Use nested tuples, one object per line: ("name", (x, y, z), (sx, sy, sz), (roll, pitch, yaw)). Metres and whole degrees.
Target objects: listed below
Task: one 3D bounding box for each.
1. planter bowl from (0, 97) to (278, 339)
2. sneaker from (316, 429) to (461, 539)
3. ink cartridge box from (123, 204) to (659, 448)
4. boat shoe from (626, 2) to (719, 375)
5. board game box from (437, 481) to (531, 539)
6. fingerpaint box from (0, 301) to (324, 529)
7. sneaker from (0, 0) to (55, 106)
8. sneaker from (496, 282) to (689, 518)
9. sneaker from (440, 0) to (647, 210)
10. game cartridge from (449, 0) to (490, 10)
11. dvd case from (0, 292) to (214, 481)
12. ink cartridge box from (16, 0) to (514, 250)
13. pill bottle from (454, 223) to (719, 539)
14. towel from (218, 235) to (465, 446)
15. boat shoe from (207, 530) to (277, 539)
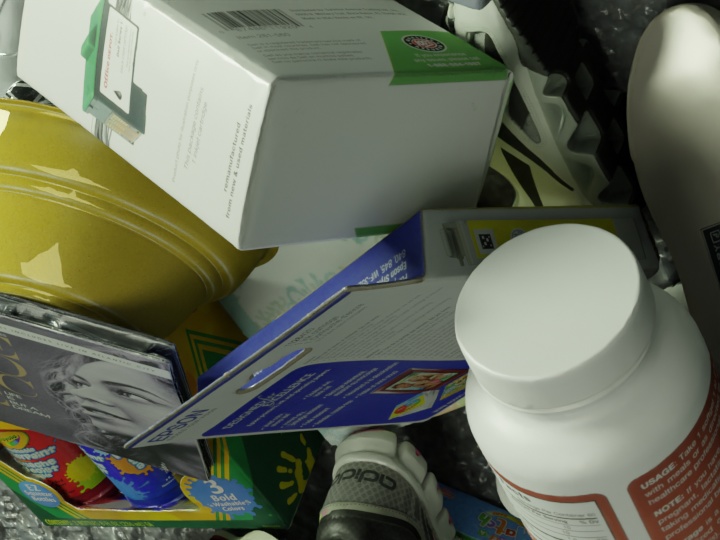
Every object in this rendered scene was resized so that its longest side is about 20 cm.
("planter bowl", (-0.148, -0.007, 1.046), (0.199, 0.084, 0.201), (15, 161, 5))
("sneaker", (0.029, 0.193, 1.166), (0.073, 0.088, 0.201), (-8, 122, 33))
("ink cartridge box", (0.010, 0.028, 0.976), (0.197, 0.199, 0.047), (-35, 63, 45))
("boat shoe", (0.193, -0.031, 0.972), (0.074, 0.092, 0.201), (-13, 88, 42))
("board game box", (0.076, 0.230, 1.255), (0.151, 0.037, 0.201), (21, 133, 16))
("fingerpaint box", (-0.151, 0.085, 1.224), (0.199, 0.074, 0.167), (-4, 138, 32))
("sneaker", (-0.186, -0.149, 1.099), (0.115, 0.075, 0.200), (45, 128, -6))
("sneaker", (0.128, 0.084, 1.078), (0.074, 0.087, 0.200), (38, 135, -3))
("sneaker", (0.064, -0.105, 0.982), (0.088, 0.074, 0.201), (-13, 116, 35))
("game cartridge", (0.076, -0.217, 0.849), (0.041, 0.133, 0.201), (22, 132, 12))
("dvd case", (-0.159, 0.060, 1.076), (0.148, 0.016, 0.200), (16, 158, 8))
("ink cartridge box", (-0.051, -0.095, 0.951), (0.200, 0.145, 0.085), (36, 122, 42))
("pill bottle", (0.114, 0.074, 0.913), (0.112, 0.113, 0.200), (2, 142, 29))
("towel", (0.000, 0.000, 1.120), (0.171, 0.048, 0.200), (-24, 109, 38))
("boat shoe", (-0.081, 0.208, 1.265), (0.071, 0.063, 0.200), (46, 163, -2))
